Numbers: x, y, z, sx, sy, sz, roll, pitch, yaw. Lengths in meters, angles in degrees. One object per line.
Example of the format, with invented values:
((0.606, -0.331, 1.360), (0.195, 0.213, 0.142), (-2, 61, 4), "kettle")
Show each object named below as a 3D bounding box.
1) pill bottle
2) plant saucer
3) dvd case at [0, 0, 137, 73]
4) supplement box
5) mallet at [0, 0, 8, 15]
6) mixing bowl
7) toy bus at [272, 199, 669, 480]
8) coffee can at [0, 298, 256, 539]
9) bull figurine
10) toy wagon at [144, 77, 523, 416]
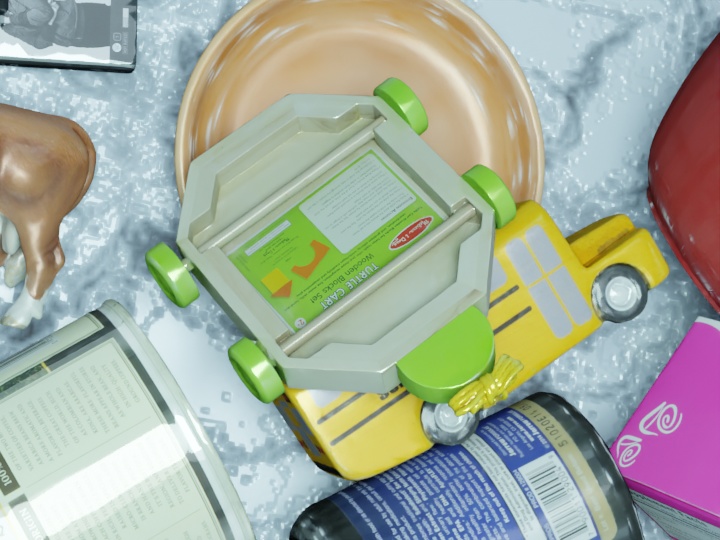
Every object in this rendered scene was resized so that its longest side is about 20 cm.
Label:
((0.034, 0.150, 0.881), (0.199, 0.112, 0.112), (-24, 93, -15), "pill bottle")
((-0.001, -0.057, 0.925), (0.199, 0.037, 0.202), (1, 85, -15), "plant saucer")
((-0.211, -0.180, 0.885), (0.199, 0.025, 0.151), (2, 86, -14), "dvd case")
((0.234, 0.127, 0.910), (0.200, 0.103, 0.101), (44, 77, -30), "supplement box")
((-0.269, -0.156, 0.840), (0.199, 0.041, 0.066), (1, 88, -10), "mallet")
((0.221, -0.035, 0.919), (0.108, 0.200, 0.201), (-35, 96, 19), "mixing bowl")
((0.054, 0.030, 0.882), (0.199, 0.065, 0.079), (-35, 95, -13), "toy bus")
((-0.168, 0.124, 0.813), (0.199, 0.146, 0.147), (-29, 94, -14), "coffee can")
((-0.226, -0.048, 0.844), (0.199, 0.065, 0.122), (13, 89, -21), "bull figurine")
((0.000, 0.000, 0.833), (0.155, 0.040, 0.200), (-36, 63, -13), "toy wagon")
